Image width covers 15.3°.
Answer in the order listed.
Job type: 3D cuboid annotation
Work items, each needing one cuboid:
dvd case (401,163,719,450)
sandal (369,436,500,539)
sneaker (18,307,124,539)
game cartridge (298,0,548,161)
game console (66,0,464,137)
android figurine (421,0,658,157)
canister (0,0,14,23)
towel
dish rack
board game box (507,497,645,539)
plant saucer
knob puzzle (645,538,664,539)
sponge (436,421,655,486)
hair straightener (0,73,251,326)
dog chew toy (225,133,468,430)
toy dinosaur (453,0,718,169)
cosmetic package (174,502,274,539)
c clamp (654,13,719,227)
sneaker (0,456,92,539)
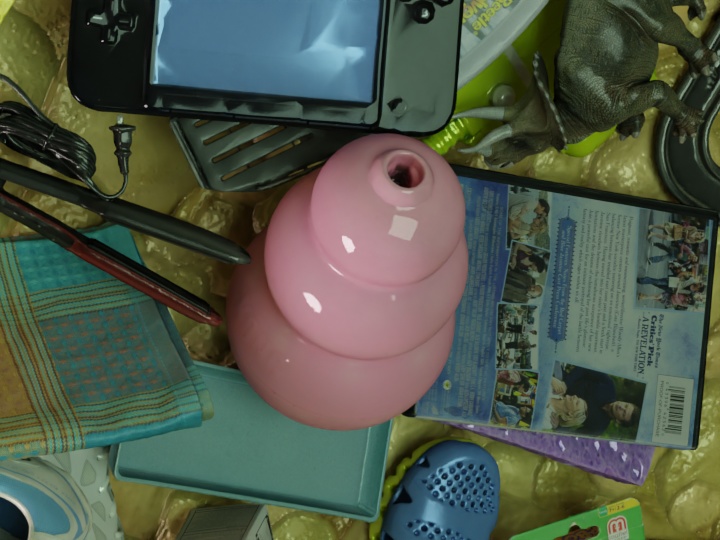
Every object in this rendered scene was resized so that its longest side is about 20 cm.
[{"bbox_3d":[0.117,0.023,1.537,0.199,0.018,0.144,8,85,-29],"label":"dvd case"},{"bbox_3d":[0.039,0.195,1.541,0.079,0.087,0.201,14,94,-27],"label":"sandal"},{"bbox_3d":[-0.140,0.103,1.435,0.115,0.076,0.201,-41,114,-10],"label":"sneaker"},{"bbox_3d":[0.022,-0.158,1.437,0.200,0.041,0.133,-41,97,-3],"label":"game cartridge"},{"bbox_3d":[-0.039,-0.157,1.304,0.199,0.118,0.172,4,92,-6],"label":"game console"},{"bbox_3d":[0.094,-0.146,1.512,0.200,0.041,0.182,-40,116,-14],"label":"android figurine"},{"bbox_3d":[-0.274,-0.164,1.299,0.200,0.086,0.149,34,86,-27],"label":"canister"},{"bbox_3d":[-0.188,0.039,1.366,0.199,0.147,0.022,-8,138,-24],"label":"towel"},{"bbox_3d":[-0.057,-0.146,1.386,0.153,0.055,0.201,-26,93,-3],"label":"dish rack"},{"bbox_3d":[0.131,0.236,1.595,0.095,0.030,0.201,-15,111,-24],"label":"board game box"},{"bbox_3d":[-0.059,0.092,1.471,0.199,0.019,0.070,15,82,-45],"label":"plant saucer"},{"bbox_3d":[0.165,0.265,1.651,0.219,0.030,0.221,-7,106,-25],"label":"knob puzzle"},{"bbox_3d":[0.095,0.046,1.551,0.199,0.030,0.112,20,80,-29],"label":"sponge"},{"bbox_3d":[-0.144,-0.049,1.381,0.199,0.041,0.077,28,95,-1],"label":"hair straightener"},{"bbox_3d":[0.000,0.000,1.394,0.124,0.200,0.125,6,60,-11],"label":"dog chew toy"},{"bbox_3d":[0.144,-0.130,1.475,0.102,0.077,0.201,27,91,-36],"label":"toy dinosaur"},{"bbox_3d":[-0.062,0.238,1.497,0.050,0.083,0.201,-6,110,16],"label":"cosmetic package"},{"bbox_3d":[0.260,-0.088,1.618,0.170,0.027,0.201,25,92,-24],"label":"c clamp"},{"bbox_3d":[-0.233,0.104,1.348,0.199,0.073,0.072,20,117,8],"label":"sneaker"}]
